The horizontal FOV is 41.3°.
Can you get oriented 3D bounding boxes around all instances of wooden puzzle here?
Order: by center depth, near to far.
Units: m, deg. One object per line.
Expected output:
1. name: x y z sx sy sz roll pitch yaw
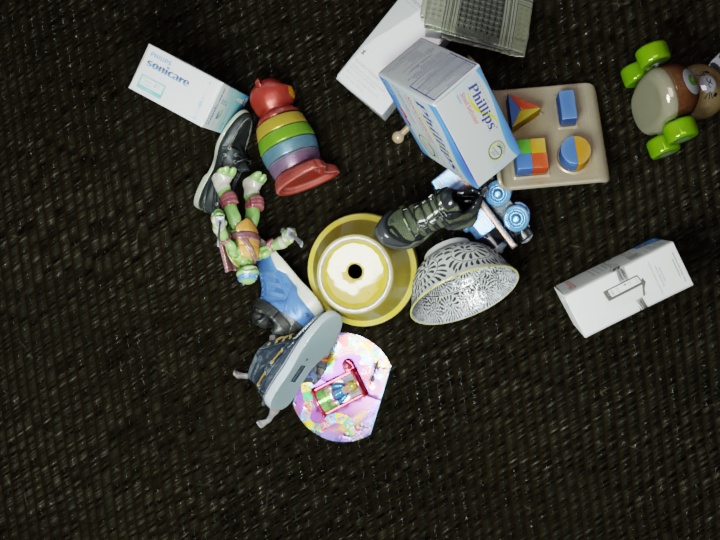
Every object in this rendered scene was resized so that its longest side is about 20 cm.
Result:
1. wooden puzzle: 0.324 -0.236 1.638 0.197 0.046 0.188 -3 73 -4

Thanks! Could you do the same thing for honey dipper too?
1. honey dipper: 0.133 -0.299 1.701 0.200 0.038 0.038 -44 88 10

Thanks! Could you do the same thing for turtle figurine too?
1. turtle figurine: -0.181 -0.090 1.618 0.142 0.201 0.196 -10 66 -8

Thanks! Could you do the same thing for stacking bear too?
1. stacking bear: -0.134 -0.247 1.695 0.113 0.121 0.202 -24 82 16

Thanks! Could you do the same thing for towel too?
1. towel: 0.204 -0.471 1.641 0.190 0.035 0.203 14 70 -9

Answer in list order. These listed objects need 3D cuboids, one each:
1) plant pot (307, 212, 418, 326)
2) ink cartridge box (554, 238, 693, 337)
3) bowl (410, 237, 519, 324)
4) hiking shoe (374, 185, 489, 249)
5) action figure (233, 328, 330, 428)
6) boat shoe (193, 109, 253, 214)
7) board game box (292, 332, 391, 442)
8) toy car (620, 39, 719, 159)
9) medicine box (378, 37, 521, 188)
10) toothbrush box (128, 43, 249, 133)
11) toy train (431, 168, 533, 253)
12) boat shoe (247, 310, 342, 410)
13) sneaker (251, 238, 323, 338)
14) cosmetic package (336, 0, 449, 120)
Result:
1. plant pot: 0.000 0.000 1.651 0.197 0.189 0.204 0 92 5
2. ink cartridge box: 0.444 0.027 1.630 0.198 0.146 0.085 -27 92 7
3. bowl: 0.167 0.005 1.655 0.198 0.201 0.095 -22 65 6
4. hiking shoe: 0.115 -0.100 1.573 0.198 0.101 0.076 -19 67 -23
5. action figure: -0.134 0.161 1.731 0.192 0.105 0.201 -34 53 9
6. boat shoe: -0.230 -0.186 1.711 0.066 0.074 0.201 33 101 20
7. board game box: -0.037 0.215 1.739 0.156 0.039 0.203 18 94 4
8. toy car: 0.568 -0.305 1.608 0.197 0.158 0.167 -17 81 -5
9. medicine box: 0.147 -0.262 1.579 0.103 0.200 0.183 -38 125 -4
10. toothbrush box: -0.292 -0.309 1.658 0.145 0.200 0.086 28 95 3
11. toy train: 0.216 -0.117 1.679 0.114 0.087 0.201 -37 91 15
12. boat shoe: -0.117 0.132 1.621 0.091 0.071 0.201 43 100 36
13. sneaker: -0.166 0.036 1.695 0.111 0.077 0.200 -39 69 -10
14. cosmetic package: 0.063 -0.378 1.678 0.112 0.081 0.201 38 97 4
